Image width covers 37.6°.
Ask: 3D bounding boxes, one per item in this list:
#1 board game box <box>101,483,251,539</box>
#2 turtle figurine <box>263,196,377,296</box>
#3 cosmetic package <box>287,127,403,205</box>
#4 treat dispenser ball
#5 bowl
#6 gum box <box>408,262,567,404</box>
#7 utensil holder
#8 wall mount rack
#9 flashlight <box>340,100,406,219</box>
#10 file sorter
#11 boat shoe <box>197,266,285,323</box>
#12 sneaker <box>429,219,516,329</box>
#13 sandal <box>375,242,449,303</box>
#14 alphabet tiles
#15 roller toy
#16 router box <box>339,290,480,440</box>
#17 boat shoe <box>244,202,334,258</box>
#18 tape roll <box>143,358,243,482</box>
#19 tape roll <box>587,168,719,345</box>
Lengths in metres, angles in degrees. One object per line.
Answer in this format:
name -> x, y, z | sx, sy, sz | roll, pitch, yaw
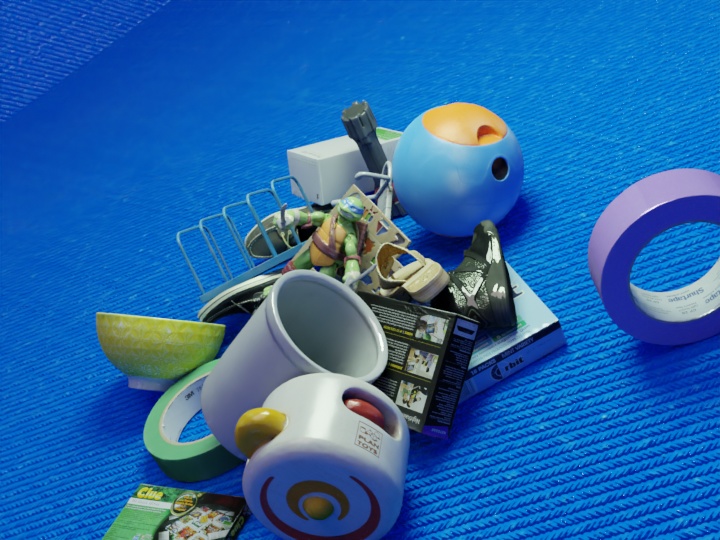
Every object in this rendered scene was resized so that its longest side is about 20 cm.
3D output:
board game box -> -0.238, 0.329, 1.360 | 0.198, 0.024, 0.105 | -2, 42, 36
turtle figurine -> -0.072, -0.011, 1.475 | 0.201, 0.143, 0.195 | -84, 20, -61
cosmetic package -> -0.014, -0.180, 1.815 | 0.199, 0.086, 0.107 | -18, 24, -32
treat dispenser ball -> 0.147, -0.151, 1.594 | 0.199, 0.202, 0.202 | -20, 32, 13
bowl -> -0.307, 0.127, 1.607 | 0.199, 0.199, 0.109 | 1, 84, 39
gum box -> 0.155, 0.073, 1.408 | 0.169, 0.045, 0.200 | -29, 32, -2
utensil holder -> -0.089, 0.128, 1.330 | 0.200, 0.169, 0.171 | -49, 18, 32
wall mount rack -> 0.000, -0.069, 1.649 | 0.074, 0.174, 0.202 | 7, 75, -11
flashlight -> 0.028, -0.182, 1.732 | 0.067, 0.201, 0.068 | 11, 46, 47
file sorter -> -0.176, -0.053, 1.706 | 0.199, 0.124, 0.139 | -27, 1, 18
boat shoe -> -0.160, 0.046, 1.661 | 0.198, 0.063, 0.075 | -21, -7, -3
sneaker -> 0.141, 0.007, 1.399 | 0.113, 0.077, 0.200 | -12, 39, 12
sandal -> 0.054, -0.008, 1.396 | 0.078, 0.070, 0.212 | -42, 12, -8
alphabet tiles -> 0.000, 0.000, 1.537 | 0.167, 0.008, 0.200 | -49, 64, 11
roller toy -> -0.039, 0.222, 1.201 | 0.180, 0.201, 0.140 | -3, 37, 12
router box -> 0.050, 0.115, 1.342 | 0.199, 0.051, 0.151 | 13, 84, 52
boat shoe -> -0.104, -0.066, 1.790 | 0.200, 0.073, 0.060 | -21, 26, 4
tape roll -> -0.209, 0.206, 1.494 | 0.199, 0.048, 0.201 | -20, 32, 13
tape roll -> 0.367, -0.013, 1.219 | 0.198, 0.201, 0.066 | -22, 32, 9
